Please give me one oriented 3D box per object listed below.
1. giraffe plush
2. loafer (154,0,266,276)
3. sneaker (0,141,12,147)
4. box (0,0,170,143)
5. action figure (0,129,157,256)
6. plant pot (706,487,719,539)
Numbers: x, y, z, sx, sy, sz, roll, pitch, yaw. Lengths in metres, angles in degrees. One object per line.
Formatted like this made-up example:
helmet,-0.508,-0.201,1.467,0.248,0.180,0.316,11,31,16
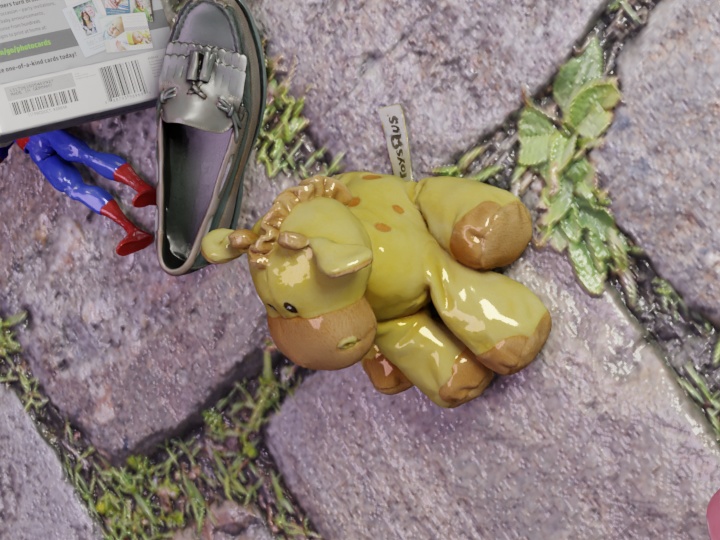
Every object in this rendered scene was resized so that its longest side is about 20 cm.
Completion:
giraffe plush,0.000,0.000,1.551,0.173,0.162,0.200,-32,79,40
loafer,-0.107,-0.091,1.678,0.072,0.063,0.200,10,110,11
sneaker,-0.256,-0.178,1.735,0.112,0.078,0.200,-58,27,31
box,-0.218,-0.197,1.694,0.041,0.156,0.200,-21,87,56
action figure,-0.242,-0.086,1.783,0.200,0.099,0.065,40,121,30
plant pot,0.314,0.139,1.315,0.179,0.200,0.200,-45,70,20
